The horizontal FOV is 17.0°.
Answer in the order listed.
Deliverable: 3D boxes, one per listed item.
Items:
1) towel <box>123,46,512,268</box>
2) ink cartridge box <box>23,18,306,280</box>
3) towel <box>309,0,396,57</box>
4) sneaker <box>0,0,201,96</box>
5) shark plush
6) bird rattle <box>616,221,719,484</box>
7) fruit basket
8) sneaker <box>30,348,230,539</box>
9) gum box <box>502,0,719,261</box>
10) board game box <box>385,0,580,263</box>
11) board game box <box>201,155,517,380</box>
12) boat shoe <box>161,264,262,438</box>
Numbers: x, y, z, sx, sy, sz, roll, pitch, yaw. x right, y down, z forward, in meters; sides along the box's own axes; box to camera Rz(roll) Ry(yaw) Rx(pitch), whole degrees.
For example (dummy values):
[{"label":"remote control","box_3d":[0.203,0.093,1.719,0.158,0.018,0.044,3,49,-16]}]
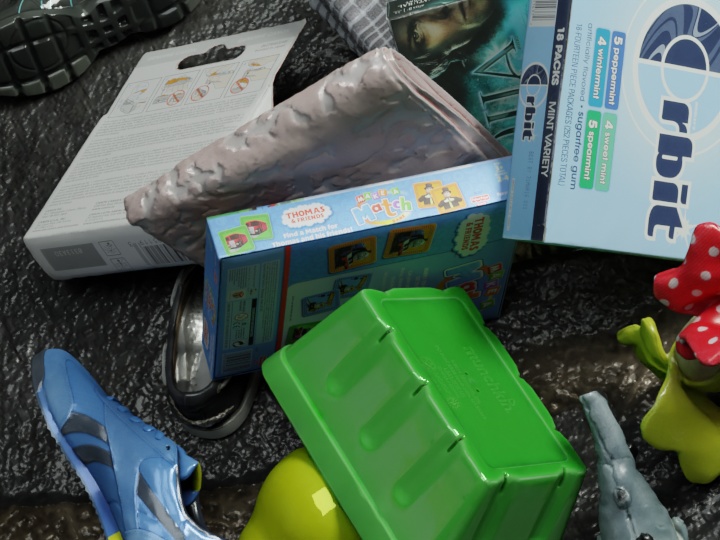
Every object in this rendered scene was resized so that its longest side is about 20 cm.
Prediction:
[{"label":"towel","box_3d":[-0.018,-0.049,1.520,0.200,0.191,0.032,-30,55,19]},{"label":"ink cartridge box","box_3d":[-0.125,-0.083,1.681,0.161,0.050,0.200,-7,40,37]},{"label":"towel","box_3d":[0.060,-0.220,1.625,0.200,0.086,0.166,-44,54,7]},{"label":"sneaker","box_3d":[-0.211,-0.193,1.778,0.199,0.076,0.079,-24,46,-6]},{"label":"shark plush","box_3d":[0.179,0.168,1.436,0.091,0.083,0.201,-5,87,6]},{"label":"bird rattle","box_3d":[0.240,0.029,1.474,0.163,0.200,0.113,-14,58,-22]},{"label":"fruit basket","box_3d":[0.016,0.135,1.518,0.215,0.155,0.216,2,92,48]},{"label":"sneaker","box_3d":[-0.147,0.123,1.580,0.078,0.066,0.200,-36,64,7]},{"label":"gum box","box_3d":[0.185,-0.093,1.514,0.044,0.200,0.171,7,91,53]},{"label":"board game box","box_3d":[0.105,-0.098,1.569,0.135,0.200,0.028,-13,31,8]},{"label":"board game box","box_3d":[0.000,0.000,1.534,0.199,0.151,0.037,-11,60,-12]},{"label":"boat shoe","box_3d":[-0.092,0.012,1.633,0.074,0.060,0.201,7,65,17]}]
